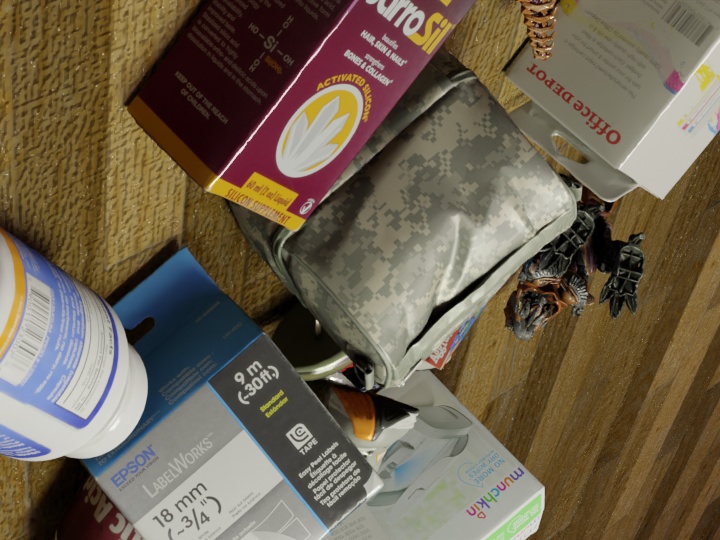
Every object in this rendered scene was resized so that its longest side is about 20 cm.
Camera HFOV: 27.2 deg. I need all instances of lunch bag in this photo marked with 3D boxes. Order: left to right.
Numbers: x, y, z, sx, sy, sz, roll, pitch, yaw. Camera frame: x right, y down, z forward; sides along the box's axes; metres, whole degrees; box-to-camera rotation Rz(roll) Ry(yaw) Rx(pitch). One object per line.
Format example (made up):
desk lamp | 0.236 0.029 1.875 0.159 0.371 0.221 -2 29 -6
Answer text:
lunch bag | 0.031 -0.035 1.018 0.200 0.168 0.140 -40 152 -11

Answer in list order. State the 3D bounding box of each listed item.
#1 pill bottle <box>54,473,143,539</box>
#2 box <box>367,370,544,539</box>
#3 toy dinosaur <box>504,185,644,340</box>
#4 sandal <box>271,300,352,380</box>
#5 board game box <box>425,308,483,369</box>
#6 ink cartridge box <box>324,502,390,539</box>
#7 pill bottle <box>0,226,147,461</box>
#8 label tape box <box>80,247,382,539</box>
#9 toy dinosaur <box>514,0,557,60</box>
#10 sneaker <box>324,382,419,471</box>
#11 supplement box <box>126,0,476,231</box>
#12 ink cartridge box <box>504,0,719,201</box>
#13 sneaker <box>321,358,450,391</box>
pill bottle | -0.157 0.184 1.104 0.114 0.114 0.201 2 125 -56
box | 0.036 0.218 1.357 0.199 0.176 0.097 -34 151 -20
toy dinosaur | 0.192 -0.027 1.339 0.136 0.101 0.202 -111 -149 -75
sandal | 0.000 -0.001 1.139 0.201 0.080 0.057 -47 135 -11
board game box | 0.112 -0.005 1.254 0.200 0.019 0.104 -49 164 -56
ink cartridge box | -0.056 0.202 1.163 0.066 0.201 0.116 -16 156 -51
pill bottle | -0.202 0.046 0.857 0.112 0.112 0.200 -45 153 -2
label tape box | -0.103 0.109 0.980 0.144 0.201 0.063 -40 -167 -9
toy dinosaur | 0.148 -0.243 1.020 0.134 0.103 0.200 -5 151 -21
sneaker | -0.002 0.144 1.217 0.200 0.075 0.093 116 -10 -86
supplement box | -0.029 -0.135 0.890 0.201 0.086 0.110 -51 152 9
ink cartridge box | 0.221 -0.161 1.166 0.201 0.129 0.125 -51 153 12
sneaker | 0.014 0.041 1.224 0.199 0.076 0.086 -16 124 -54
